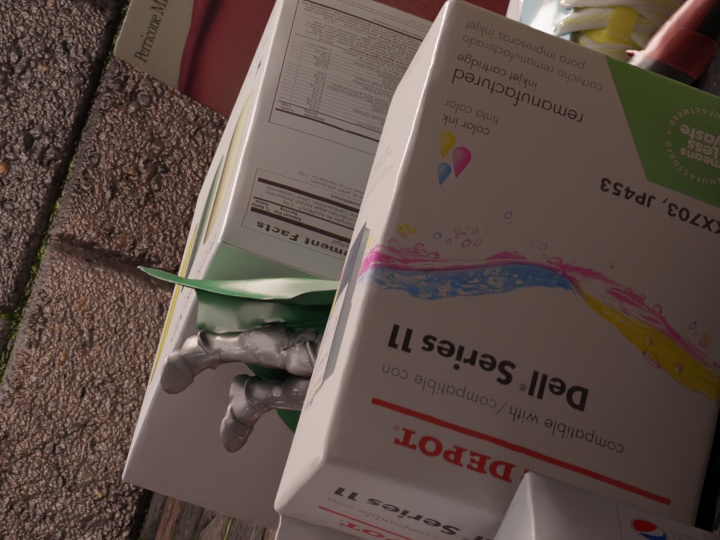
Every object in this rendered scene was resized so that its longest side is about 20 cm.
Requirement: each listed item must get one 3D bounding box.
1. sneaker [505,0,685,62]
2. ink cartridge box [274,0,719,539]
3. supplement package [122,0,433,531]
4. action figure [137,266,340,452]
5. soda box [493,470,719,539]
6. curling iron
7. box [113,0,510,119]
[{"bbox_3d":[0.093,-0.096,0.771,0.131,0.079,0.200,115,170,-46],"label":"sneaker"},{"bbox_3d":[0.048,0.032,0.631,0.067,0.117,0.200,126,161,-65],"label":"ink cartridge box"},{"bbox_3d":[0.000,0.000,0.925,0.200,0.150,0.152,-81,12,-50],"label":"supplement package"},{"bbox_3d":[0.020,0.036,0.751,0.200,0.118,0.055,-6,52,38],"label":"action figure"},{"bbox_3d":[0.040,0.162,0.584,0.068,0.064,0.200,-87,18,-65],"label":"soda box"},{"bbox_3d":[0.098,-0.078,0.701,0.200,0.050,0.026,-59,11,20],"label":"curling iron"},{"bbox_3d":[-0.007,-0.133,1.059,0.109,0.200,0.128,-62,0,-39],"label":"box"}]
